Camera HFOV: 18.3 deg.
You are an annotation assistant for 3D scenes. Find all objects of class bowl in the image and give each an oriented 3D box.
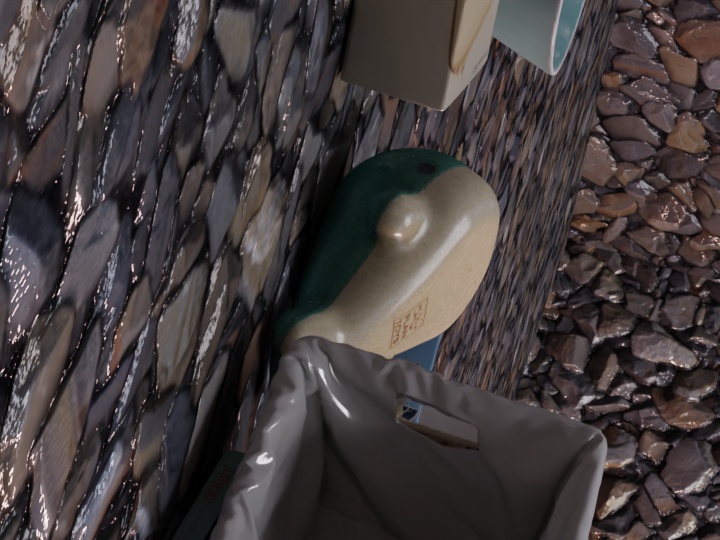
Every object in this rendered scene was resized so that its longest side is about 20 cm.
[{"bbox_3d":[0.119,-0.253,1.631,0.201,0.104,0.203,16,90,-83],"label":"bowl"}]

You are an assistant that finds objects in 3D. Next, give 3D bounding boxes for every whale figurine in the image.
[{"bbox_3d":[0.000,0.000,1.428,0.200,0.103,0.160,-40,154,-30],"label":"whale figurine"}]

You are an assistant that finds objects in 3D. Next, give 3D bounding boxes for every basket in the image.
[{"bbox_3d":[0.018,0.179,1.283,0.162,0.196,0.201,100,9,-50],"label":"basket"}]

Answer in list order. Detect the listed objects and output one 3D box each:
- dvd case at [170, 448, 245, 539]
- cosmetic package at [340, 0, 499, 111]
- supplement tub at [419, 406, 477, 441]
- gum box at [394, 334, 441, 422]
[{"bbox_3d":[-0.106,0.225,1.316,0.146,0.022,0.202,-59,164,-61],"label":"dvd case"},{"bbox_3d":[0.051,-0.212,1.349,0.104,0.072,0.202,-52,156,-58],"label":"cosmetic package"},{"bbox_3d":[0.063,0.221,2.014,0.145,0.143,0.202,-57,162,-63],"label":"supplement tub"},{"bbox_3d":[0.012,0.127,1.598,0.200,0.044,0.171,106,0,-61],"label":"gum box"}]
